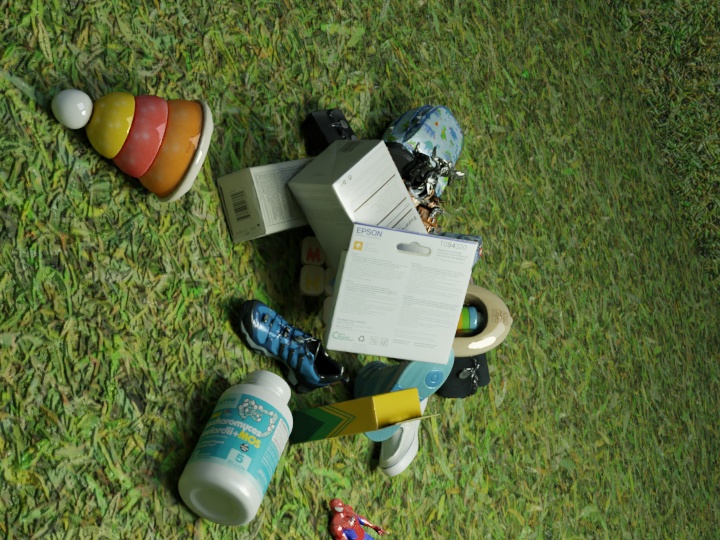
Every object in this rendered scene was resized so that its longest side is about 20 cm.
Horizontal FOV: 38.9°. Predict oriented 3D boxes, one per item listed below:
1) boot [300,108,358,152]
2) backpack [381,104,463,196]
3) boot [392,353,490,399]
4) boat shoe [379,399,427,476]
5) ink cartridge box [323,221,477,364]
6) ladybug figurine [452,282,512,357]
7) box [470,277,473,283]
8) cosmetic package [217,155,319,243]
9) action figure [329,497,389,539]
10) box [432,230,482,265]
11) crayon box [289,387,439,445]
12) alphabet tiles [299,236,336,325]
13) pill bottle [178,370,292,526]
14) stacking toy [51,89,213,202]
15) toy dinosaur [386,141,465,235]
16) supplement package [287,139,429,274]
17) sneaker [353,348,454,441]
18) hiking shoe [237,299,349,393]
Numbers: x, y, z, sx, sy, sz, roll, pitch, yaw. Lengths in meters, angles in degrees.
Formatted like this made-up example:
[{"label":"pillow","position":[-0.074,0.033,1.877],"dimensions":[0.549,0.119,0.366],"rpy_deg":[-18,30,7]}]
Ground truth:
[{"label":"boot","position":[0.004,-0.187,1.746],"dimensions":[0.201,0.066,0.164],"rpy_deg":[53,26,22]},{"label":"backpack","position":[0.112,-0.225,1.932],"dimensions":[0.164,0.153,0.201],"rpy_deg":[52,27,-20]},{"label":"boot","position":[0.145,0.171,1.848],"dimensions":[0.077,0.198,0.170],"rpy_deg":[-120,-161,-48]},{"label":"boat shoe","position":[0.064,0.255,1.722],"dimensions":[0.066,0.071,0.201],"rpy_deg":[51,39,-24]},{"label":"ink cartridge box","position":[0.058,0.032,1.515],"dimensions":[0.043,0.194,0.203],"rpy_deg":[-120,-139,-69]},{"label":"ladybug figurine","position":[0.162,0.089,1.750],"dimensions":[0.072,0.197,0.137],"rpy_deg":[106,-13,-64]},{"label":"box","position":[0.158,0.015,1.895],"dimensions":[0.200,0.074,0.101],"rpy_deg":[-47,118,-76]},{"label":"cosmetic package","position":[-0.124,-0.113,1.585],"dimensions":[0.199,0.070,0.107],"rpy_deg":[-16,93,-56]},{"label":"action figure","position":[0.006,0.428,1.595],"dimensions":[0.201,0.051,0.066],"rpy_deg":[56,42,-23]},{"label":"box","position":[0.096,-0.024,1.761],"dimensions":[0.137,0.198,0.040],"rpy_deg":[-45,136,-52]},{"label":"crayon box","position":[0.004,0.217,1.531],"dimensions":[0.126,0.198,0.052],"rpy_deg":[-1,78,-55]},{"label":"alphabet tiles","position":[0.000,0.000,1.657],"dimensions":[0.197,0.015,0.198],"rpy_deg":[6,68,-9]},{"label":"pill bottle","position":[-0.159,0.231,1.370],"dimensions":[0.111,0.110,0.201],"rpy_deg":[53,39,-29]},{"label":"stacking toy","position":[-0.305,-0.188,1.330],"dimensions":[0.198,0.146,0.148],"rpy_deg":[23,58,-31]},{"label":"toy dinosaur","position":[0.090,-0.128,1.652],"dimensions":[0.136,0.102,0.200],"rpy_deg":[-50,151,-13]},{"label":"supplement package","position":[0.003,-0.085,1.566],"dimensions":[0.120,0.121,0.201],"rpy_deg":[-43,120,-27]},{"label":"sneaker","position":[0.059,0.166,1.654],"dimensions":[0.079,0.200,0.131],"rpy_deg":[39,11,-30]},{"label":"hiking shoe","position":[-0.101,0.105,1.523],"dimensions":[0.200,0.086,0.075],"rpy_deg":[47,43,-35]}]
